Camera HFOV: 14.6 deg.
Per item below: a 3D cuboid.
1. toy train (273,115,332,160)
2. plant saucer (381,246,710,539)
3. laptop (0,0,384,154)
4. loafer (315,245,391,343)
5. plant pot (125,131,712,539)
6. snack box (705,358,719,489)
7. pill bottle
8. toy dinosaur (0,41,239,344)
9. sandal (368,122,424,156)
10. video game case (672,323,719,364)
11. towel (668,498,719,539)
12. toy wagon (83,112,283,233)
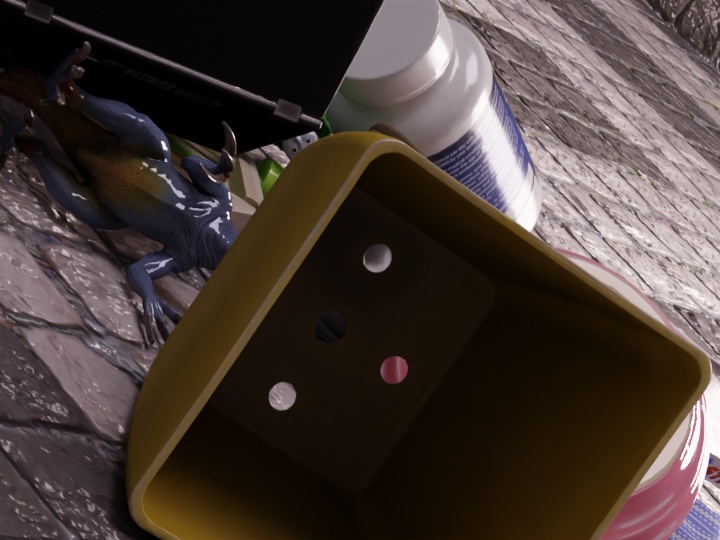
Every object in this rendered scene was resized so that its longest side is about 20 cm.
[{"bbox_3d":[-0.037,-0.083,1.786,0.057,0.042,0.200,58,3,5],"label":"toy train"},{"bbox_3d":[0.103,0.066,1.527,0.199,0.051,0.202,10,57,-16],"label":"plant saucer"},{"bbox_3d":[-0.098,-0.155,1.497,0.186,0.117,0.200,21,-13,-21],"label":"laptop"},{"bbox_3d":[0.000,0.000,1.647,0.073,0.072,0.200,28,19,-39],"label":"loafer"},{"bbox_3d":[0.007,0.050,1.314,0.199,0.201,0.176,33,5,-22],"label":"plant pot"},{"bbox_3d":[0.186,0.074,1.668,0.200,0.024,0.072,33,45,-46],"label":"snack box"},{"bbox_3d":[0.041,-0.095,1.817,0.111,0.111,0.200,51,-6,39],"label":"pill bottle"},{"bbox_3d":[-0.094,-0.046,1.487,0.181,0.105,0.200,32,16,-24],"label":"toy dinosaur"},{"bbox_3d":[0.052,-0.011,1.683,0.200,0.054,0.080,48,-7,34],"label":"sandal"},{"bbox_3d":[0.163,0.037,1.775,0.143,0.017,0.200,43,15,34],"label":"video game case"},{"bbox_3d":[0.171,0.140,1.753,0.145,0.024,0.200,40,14,-1],"label":"towel"},{"bbox_3d":[-0.115,-0.083,1.678,0.155,0.040,0.200,34,15,-20],"label":"toy wagon"}]
